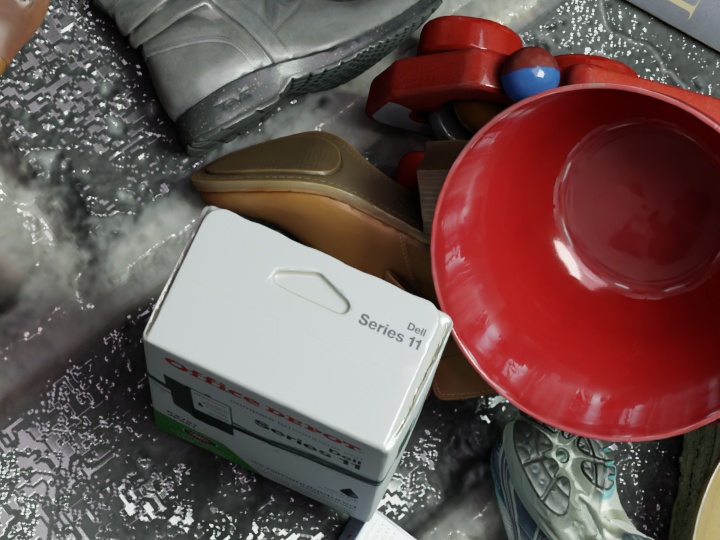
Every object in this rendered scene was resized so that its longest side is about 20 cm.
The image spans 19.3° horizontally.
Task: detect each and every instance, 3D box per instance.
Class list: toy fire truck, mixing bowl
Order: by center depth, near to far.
[{"bbox_3d":[0.146,-0.018,1.167,0.201,0.200,0.108,51,26,-4],"label":"mixing bowl"},{"bbox_3d":[0.112,-0.094,1.270,0.198,0.168,0.113,15,75,-16],"label":"toy fire truck"}]

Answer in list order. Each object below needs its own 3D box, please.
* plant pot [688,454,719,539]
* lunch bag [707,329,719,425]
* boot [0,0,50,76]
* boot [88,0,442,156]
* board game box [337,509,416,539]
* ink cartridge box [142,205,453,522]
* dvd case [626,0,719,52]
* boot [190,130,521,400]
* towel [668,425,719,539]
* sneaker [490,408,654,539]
[{"bbox_3d":[0.275,0.168,1.293,0.198,0.027,0.202,-3,96,-28],"label":"plant pot"},{"bbox_3d":[0.241,0.036,1.275,0.176,0.200,0.082,-38,98,-21],"label":"lunch bag"},{"bbox_3d":[-0.285,-0.141,1.212,0.187,0.068,0.201,28,79,-20],"label":"boot"},{"bbox_3d":[-0.055,-0.169,1.283,0.199,0.070,0.132,-28,85,-26],"label":"boot"},{"bbox_3d":[0.029,0.279,1.238,0.199,0.041,0.201,37,70,-9],"label":"board game box"},{"bbox_3d":[-0.037,0.056,1.157,0.146,0.200,0.084,24,73,5],"label":"ink cartridge box"},{"bbox_3d":[0.200,-0.246,1.376,0.199,0.016,0.150,26,100,-12],"label":"dvd case"},{"bbox_3d":[0.000,0.000,1.265,0.198,0.077,0.157,0,116,12],"label":"boot"},{"bbox_3d":[0.260,0.196,1.338,0.147,0.036,0.202,16,75,-17],"label":"towel"},{"bbox_3d":[0.135,0.177,1.268,0.077,0.086,0.202,-14,76,-22],"label":"sneaker"}]
